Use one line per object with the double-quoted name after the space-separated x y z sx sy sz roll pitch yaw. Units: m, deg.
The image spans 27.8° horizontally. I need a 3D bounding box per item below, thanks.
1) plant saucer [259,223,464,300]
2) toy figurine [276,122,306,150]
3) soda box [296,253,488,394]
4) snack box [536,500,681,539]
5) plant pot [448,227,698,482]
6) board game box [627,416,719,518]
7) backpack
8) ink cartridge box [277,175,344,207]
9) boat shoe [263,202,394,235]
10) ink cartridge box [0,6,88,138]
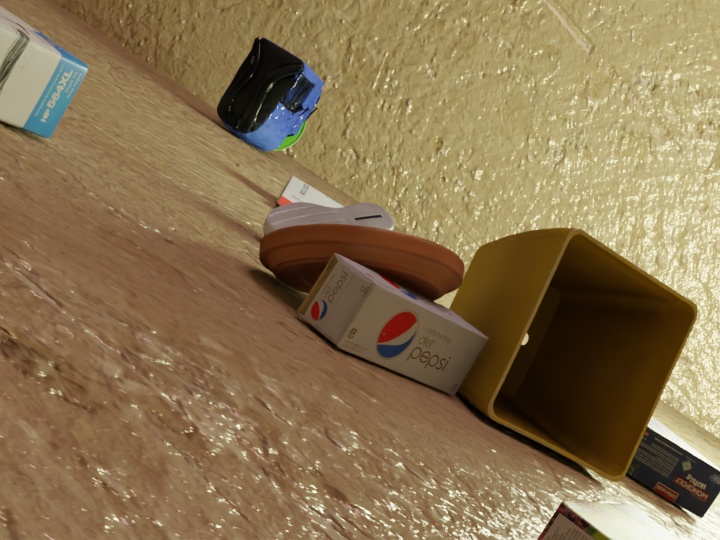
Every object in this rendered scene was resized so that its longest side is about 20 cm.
0.000 0.000 1.401 0.199 0.033 0.200 7 -16 2 "plant saucer"
-0.241 -0.343 3.242 0.198 0.151 0.184 4 1 -21 "toy figurine"
0.033 0.052 1.348 0.064 0.068 0.200 36 7 38 "soda box"
0.200 0.211 0.949 0.142 0.053 0.200 36 6 23 "snack box"
0.190 0.071 1.503 0.199 0.201 0.176 29 -5 -32 "plant pot"
0.312 0.192 1.732 0.199 0.062 0.200 32 4 -9 "board game box"
-0.185 -0.351 3.053 0.162 0.201 0.168 33 -5 39 "backpack"
-0.048 -0.081 2.193 0.159 0.047 0.200 32 3 -5 "ink cartridge box"
-0.040 -0.034 1.718 0.199 0.071 0.072 -3 43 -45 "boat shoe"
-0.366 -0.208 1.310 0.146 0.085 0.200 35 5 25 "ink cartridge box"
